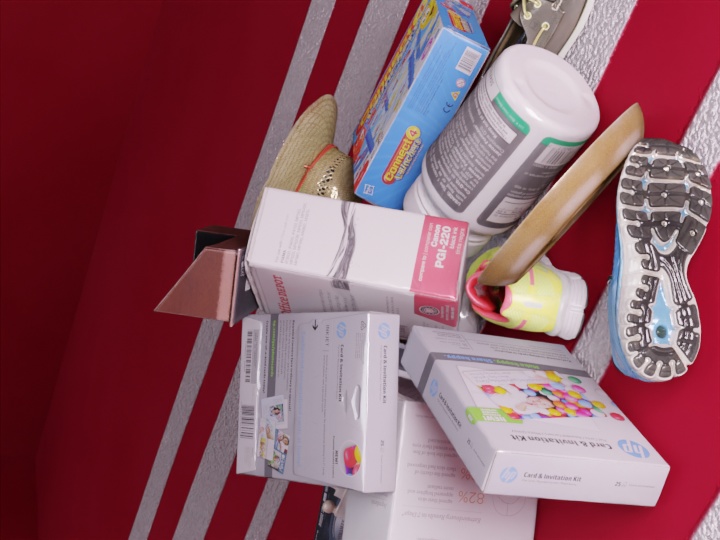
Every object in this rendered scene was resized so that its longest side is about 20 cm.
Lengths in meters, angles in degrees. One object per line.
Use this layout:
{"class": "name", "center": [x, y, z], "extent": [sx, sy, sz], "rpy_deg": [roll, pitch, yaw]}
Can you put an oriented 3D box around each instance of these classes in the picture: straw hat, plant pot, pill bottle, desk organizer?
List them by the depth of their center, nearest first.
{"class": "plant pot", "center": [0.174, -0.056, 1.091], "extent": [0.200, 0.027, 0.200], "rpy_deg": [-47, -7, -7]}
{"class": "pill bottle", "center": [0.128, -0.107, 1.234], "extent": [0.200, 0.112, 0.114], "rpy_deg": [-51, 36, 41]}
{"class": "desk organizer", "center": [-0.136, 0.000, 1.270], "extent": [0.200, 0.076, 0.073], "rpy_deg": [-41, -41, -80]}
{"class": "straw hat", "center": [-0.041, -0.094, 1.505], "extent": [0.202, 0.085, 0.202], "rpy_deg": [-58, -14, -23]}

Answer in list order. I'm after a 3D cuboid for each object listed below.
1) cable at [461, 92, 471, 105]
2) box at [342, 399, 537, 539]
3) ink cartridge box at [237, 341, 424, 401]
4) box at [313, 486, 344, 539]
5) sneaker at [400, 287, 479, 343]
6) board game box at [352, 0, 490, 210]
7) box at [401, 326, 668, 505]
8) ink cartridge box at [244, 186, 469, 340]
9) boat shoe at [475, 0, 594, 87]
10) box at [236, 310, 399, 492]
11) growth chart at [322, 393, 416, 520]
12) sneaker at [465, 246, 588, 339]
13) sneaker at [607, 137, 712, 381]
{"class": "cable", "center": [0.101, -0.110, 1.422], "extent": [0.200, 0.050, 0.165], "rpy_deg": [-177, 90, -68]}
{"class": "box", "center": [0.073, 0.226, 1.204], "extent": [0.106, 0.151, 0.202], "rpy_deg": [175, 103, -66]}
{"class": "ink cartridge box", "center": [-0.009, 0.107, 1.386], "extent": [0.198, 0.198, 0.044], "rpy_deg": [151, 132, -64]}
{"class": "box", "center": [-0.007, 0.321, 1.508], "extent": [0.160, 0.043, 0.202], "rpy_deg": [-160, 80, -68]}
{"class": "sneaker", "center": [0.056, 0.060, 1.379], "extent": [0.200, 0.098, 0.079], "rpy_deg": [155, 118, -65]}
{"class": "board game box", "center": [0.060, -0.188, 1.398], "extent": [0.201, 0.055, 0.196], "rpy_deg": [-61, 12, 21]}
{"class": "box", "center": [0.137, 0.116, 1.066], "extent": [0.200, 0.154, 0.042], "rpy_deg": [-121, 44, -59]}
{"class": "ink cartridge box", "center": [0.000, 0.000, 1.234], "extent": [0.146, 0.198, 0.086], "rpy_deg": [83, -163, -69]}
{"class": "boat shoe", "center": [0.172, -0.238, 1.265], "extent": [0.072, 0.060, 0.203], "rpy_deg": [-109, 35, -51]}
{"class": "box", "center": [-0.043, 0.118, 1.198], "extent": [0.199, 0.041, 0.158], "rpy_deg": [-5, 82, 52]}
{"class": "growth chart", "center": [0.031, 0.203, 1.331], "extent": [0.018, 0.143, 0.202], "rpy_deg": [-50, -26, -55]}
{"class": "sneaker", "center": [0.134, 0.013, 1.219], "extent": [0.200, 0.089, 0.079], "rpy_deg": [-163, 80, -72]}
{"class": "sneaker", "center": [0.223, -0.009, 1.032], "extent": [0.090, 0.078, 0.202], "rpy_deg": [133, 148, -73]}
